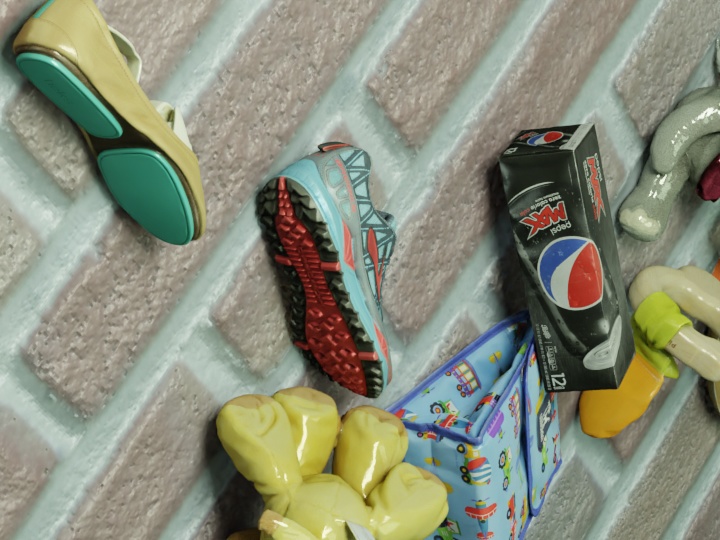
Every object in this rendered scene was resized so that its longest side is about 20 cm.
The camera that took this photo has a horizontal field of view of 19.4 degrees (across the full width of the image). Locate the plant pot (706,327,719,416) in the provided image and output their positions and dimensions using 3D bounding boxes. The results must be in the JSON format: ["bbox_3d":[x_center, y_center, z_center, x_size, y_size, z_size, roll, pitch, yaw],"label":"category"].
[{"bbox_3d":[0.383,0.055,2.008,0.199,0.027,0.202,-22,121,-42],"label":"plant pot"}]

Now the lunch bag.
[{"bbox_3d":[0.107,0.133,1.686,0.200,0.093,0.152,-45,135,-46],"label":"lunch bag"}]

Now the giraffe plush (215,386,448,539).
[{"bbox_3d":[-0.041,0.202,1.481,0.171,0.201,0.163,15,122,-21],"label":"giraffe plush"}]

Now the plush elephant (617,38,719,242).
[{"bbox_3d":[0.337,-0.104,1.766,0.164,0.155,0.202,17,85,-29],"label":"plush elephant"}]

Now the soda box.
[{"bbox_3d":[0.163,-0.009,1.647,0.071,0.063,0.202,-49,130,-59],"label":"soda box"}]

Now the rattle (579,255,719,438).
[{"bbox_3d":[0.283,0.066,1.866,0.200,0.129,0.144,-47,155,-65],"label":"rattle"}]

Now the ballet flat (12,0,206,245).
[{"bbox_3d":[-0.140,-0.095,1.298,0.200,0.068,0.063,57,48,-46],"label":"ballet flat"}]

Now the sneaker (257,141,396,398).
[{"bbox_3d":[0.000,0.000,1.492,0.095,0.079,0.201,-42,134,-33],"label":"sneaker"}]
